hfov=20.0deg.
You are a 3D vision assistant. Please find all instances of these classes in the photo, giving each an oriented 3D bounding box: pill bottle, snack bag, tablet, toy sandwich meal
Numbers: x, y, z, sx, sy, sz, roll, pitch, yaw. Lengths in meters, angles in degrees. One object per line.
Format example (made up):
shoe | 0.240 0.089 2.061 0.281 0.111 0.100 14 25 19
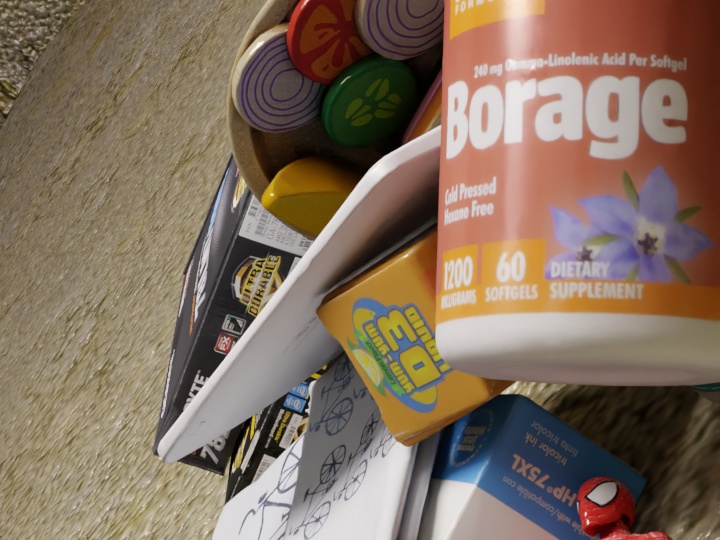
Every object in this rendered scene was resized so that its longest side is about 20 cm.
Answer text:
pill bottle | 0.082 -0.064 0.696 0.112 0.112 0.201 164 110 -65
snack bag | -0.028 0.110 0.852 0.200 0.021 0.189 -46 18 36
tablet | 0.000 0.000 0.819 0.130 0.014 0.200 -32 -14 -46
toy sandwich meal | 0.037 -0.070 0.951 0.205 0.205 0.070 -49 34 21

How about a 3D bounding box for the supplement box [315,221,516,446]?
supplement box | 0.077 -0.011 0.807 0.200 0.067 0.069 -35 3 -38

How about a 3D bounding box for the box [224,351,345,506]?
box | -0.022 0.023 1.120 0.200 0.049 0.160 -88 18 -61

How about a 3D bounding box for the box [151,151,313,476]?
box | -0.057 -0.023 1.131 0.200 0.049 0.199 -86 19 -61

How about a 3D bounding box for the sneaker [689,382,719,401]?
sneaker | 0.166 -0.038 0.718 0.200 0.080 0.072 -47 21 27

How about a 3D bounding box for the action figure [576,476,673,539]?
action figure | 0.078 0.143 0.688 0.065 0.052 0.200 -48 15 35

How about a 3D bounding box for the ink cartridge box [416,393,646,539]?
ink cartridge box | 0.018 0.150 0.801 0.201 0.067 0.116 -60 17 -14
